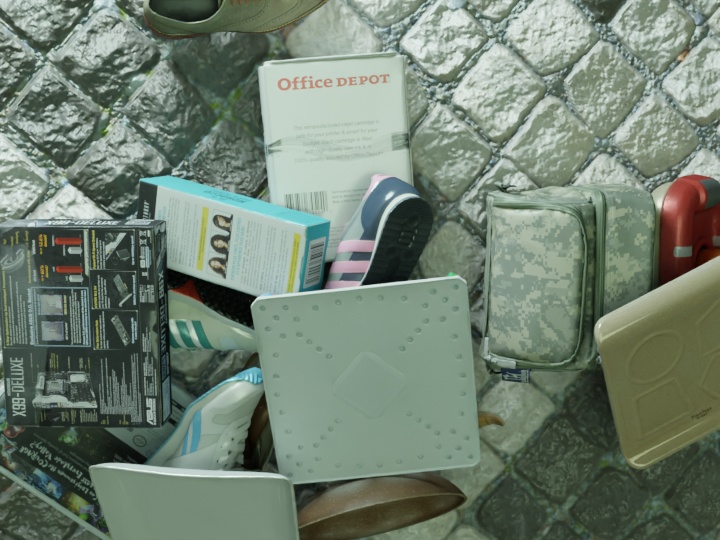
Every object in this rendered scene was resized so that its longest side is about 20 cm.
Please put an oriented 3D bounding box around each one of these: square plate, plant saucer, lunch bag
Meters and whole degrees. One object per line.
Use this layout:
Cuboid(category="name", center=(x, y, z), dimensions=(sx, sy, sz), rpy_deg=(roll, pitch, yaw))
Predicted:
Cuboid(category="square plate", center=(-0.152, 0.258, 1.017), dimensions=(0.198, 0.029, 0.200), rpy_deg=(2, 128, 8))
Cuboid(category="plant saucer", center=(0.012, 0.245, 1.073), dimensions=(0.198, 0.201, 0.037), rpy_deg=(-10, 68, -5))
Cuboid(category="lunch bag", center=(0.208, 0.009, 1.074), dimensions=(0.166, 0.139, 0.202), rpy_deg=(0, 100, -4))

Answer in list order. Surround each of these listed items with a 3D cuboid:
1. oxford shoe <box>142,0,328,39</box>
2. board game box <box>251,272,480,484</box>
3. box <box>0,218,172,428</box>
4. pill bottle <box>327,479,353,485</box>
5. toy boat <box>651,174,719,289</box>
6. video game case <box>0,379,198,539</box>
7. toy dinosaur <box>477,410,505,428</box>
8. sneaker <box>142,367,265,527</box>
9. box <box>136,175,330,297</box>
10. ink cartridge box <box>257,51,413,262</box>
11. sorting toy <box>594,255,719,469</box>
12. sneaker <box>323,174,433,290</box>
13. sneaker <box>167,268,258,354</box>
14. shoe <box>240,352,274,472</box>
Cuboid(category="oxford shoe", center=(-0.118, -0.270, 1.022), dimensions=(0.198, 0.075, 0.071), rpy_deg=(-16, 99, -5))
Cuboid(category="board game box", center=(0.009, 0.104, 0.979), dimensions=(0.198, 0.026, 0.202), rpy_deg=(-6, 112, 2))
Cuboid(category="box", center=(-0.268, 0.052, 1.004), dimensions=(0.156, 0.050, 0.202), rpy_deg=(0, 100, 3))
Cuboid(category="pill bottle", center=(0.005, 0.116, 1.075), dimensions=(0.113, 0.114, 0.201), rpy_deg=(31, 94, -10))
Cuboid(category="toy boat", center=(0.374, 0.002, 1.080), dimensions=(0.130, 0.130, 0.202), rpy_deg=(-14, 105, -49))
Cuboid(category="video game case", center=(-0.281, 0.167, 1.082), dimensions=(0.200, 0.023, 0.182), rpy_deg=(40, 91, -19))
Cuboid(category="toy dinosaur", center=(0.097, 0.171, 1.094), dimensions=(0.060, 0.107, 0.200), rpy_deg=(28, 131, -28))
Cuboid(category="sneaker", center=(-0.144, 0.175, 1.031), dimensions=(0.081, 0.076, 0.200), rpy_deg=(46, 120, 15))
Cuboid(category="box", center=(-0.130, -0.031, 1.014), dimensions=(0.198, 0.049, 0.083), rpy_deg=(17, 107, 24))
Cuboid(category="ink cartridge box", center=(-0.024, -0.115, 1.052), dimensions=(0.145, 0.083, 0.202), rpy_deg=(-5, 99, -7))
Cuboid(category="sorting toy", center=(0.327, 0.087, 1.029), dimensions=(0.184, 0.037, 0.201), rpy_deg=(-26, 124, -5))
Cuboid(category="sneaker", center=(0.000, 0.000, 1.002), dimensions=(0.070, 0.082, 0.201), rpy_deg=(19, 111, -35))
Cuboid(category="sneaker", center=(-0.177, 0.055, 1.071), dimensions=(0.198, 0.071, 0.094), rpy_deg=(20, 119, -4))
Cuboid(category="shoe", center=(-0.126, 0.178, 1.086), dimensions=(0.069, 0.053, 0.202), rpy_deg=(19, 101, -27))
